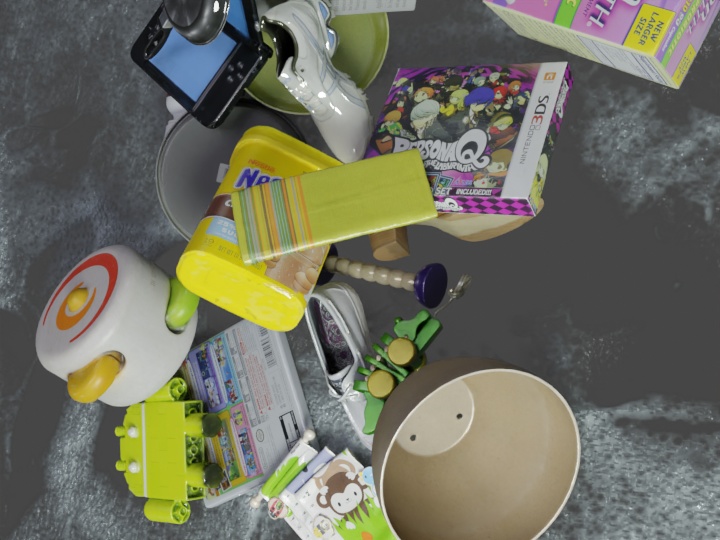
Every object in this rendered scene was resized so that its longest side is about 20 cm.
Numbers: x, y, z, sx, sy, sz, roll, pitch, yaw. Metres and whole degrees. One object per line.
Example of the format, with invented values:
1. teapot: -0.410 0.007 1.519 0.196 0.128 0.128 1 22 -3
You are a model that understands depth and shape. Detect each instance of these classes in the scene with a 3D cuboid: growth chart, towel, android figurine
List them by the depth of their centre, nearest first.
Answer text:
1. towel: -0.028 -0.064 0.893 0.200 0.018 0.086 -14 63 2
2. growth chart: -0.022 0.273 1.002 0.200 0.018 0.145 38 105 23
3. android figurine: -0.252 0.229 1.140 0.200 0.041 0.182 -6 83 41

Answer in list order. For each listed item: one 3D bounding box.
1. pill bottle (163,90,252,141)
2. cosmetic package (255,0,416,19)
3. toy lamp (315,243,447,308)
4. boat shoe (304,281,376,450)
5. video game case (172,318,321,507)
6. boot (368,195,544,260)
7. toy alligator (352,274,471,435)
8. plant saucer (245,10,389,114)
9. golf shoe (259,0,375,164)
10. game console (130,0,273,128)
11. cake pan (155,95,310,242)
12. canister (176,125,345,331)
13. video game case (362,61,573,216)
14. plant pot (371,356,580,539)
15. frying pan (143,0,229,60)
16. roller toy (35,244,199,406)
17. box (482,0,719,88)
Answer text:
1. pill bottle: -0.186 -0.246 1.149 0.114 0.114 0.200 12 88 34
2. cosmetic package: -0.036 -0.397 0.999 0.200 0.165 0.165 -5 77 -5
3. toy lamp: 0.000 0.000 1.021 0.200 0.058 0.058 11 88 35
4. boat shoe: -0.011 0.111 0.982 0.072 0.068 0.200 -14 91 34
5. video game case: -0.148 0.171 1.111 0.182 0.022 0.200 -29 68 26
6. boot: 0.091 -0.100 0.975 0.201 0.071 0.144 -15 60 17
7. toy alligator: 0.044 0.078 0.942 0.054 0.059 0.200 30 84 22
8. plant saucer: -0.064 -0.282 1.084 0.200 0.031 0.200 0 82 3
9. golf shoe: -0.055 -0.204 0.995 0.078 0.097 0.200 -21 92 46
10. game console: -0.204 -0.295 1.028 0.200 0.116 0.176 43 100 33
11. cake pan: -0.154 -0.113 1.086 0.200 0.037 0.201 0 98 0
12. canister: -0.099 -0.047 0.973 0.087 0.148 0.200 -55 12 49
13. video game case: 0.107 -0.141 0.938 0.200 0.036 0.181 5 59 29
14. plant pot: 0.094 0.167 0.873 0.201 0.200 0.134 -66 21 7
15. frying pan: -0.210 -0.306 0.998 0.190 0.031 0.115 3 102 45
16. roller toy: -0.316 0.069 1.133 0.182 0.140 0.200 16 71 49
17. box: 0.255 -0.304 0.881 0.200 0.097 0.176 31 99 32
